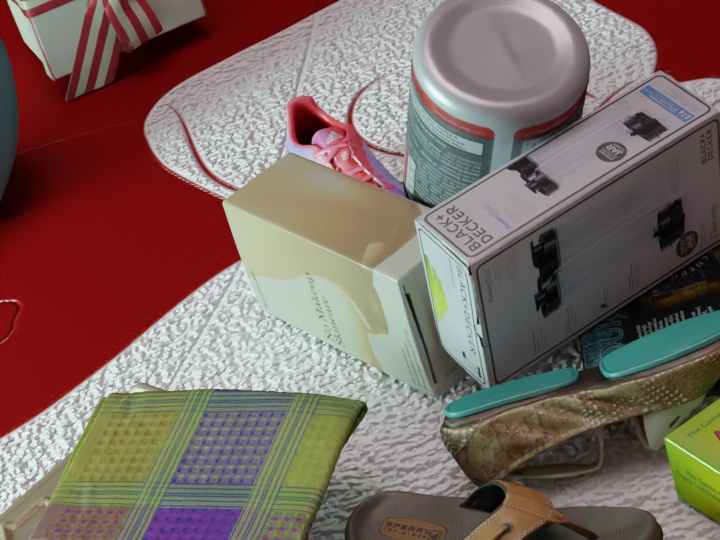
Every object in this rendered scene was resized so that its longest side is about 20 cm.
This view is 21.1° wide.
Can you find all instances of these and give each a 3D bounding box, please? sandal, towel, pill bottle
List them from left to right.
[{"bbox_3d":[-0.103,0.127,1.184,0.198,0.023,0.144,-3,39,25],"label":"towel"},{"bbox_3d":[0.086,-0.082,1.295,0.115,0.201,0.117,1,54,-2],"label":"pill bottle"},{"bbox_3d":[0.075,0.148,1.115,0.198,0.055,0.082,6,40,33],"label":"sandal"}]

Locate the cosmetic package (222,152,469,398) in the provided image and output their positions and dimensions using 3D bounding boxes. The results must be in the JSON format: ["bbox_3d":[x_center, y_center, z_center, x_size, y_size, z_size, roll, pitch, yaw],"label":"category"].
[{"bbox_3d":[0.000,0.000,1.328,0.071,0.106,0.199,-36,35,-25],"label":"cosmetic package"}]

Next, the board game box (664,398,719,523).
[{"bbox_3d":[0.271,0.123,1.058,0.101,0.048,0.200,-32,35,-19],"label":"board game box"}]

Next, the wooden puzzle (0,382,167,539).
[{"bbox_3d":[-0.143,0.169,1.210,0.184,0.047,0.200,15,50,41],"label":"wooden puzzle"}]

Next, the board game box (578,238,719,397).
[{"bbox_3d":[0.206,0.013,1.271,0.134,0.028,0.201,-13,34,10],"label":"board game box"}]

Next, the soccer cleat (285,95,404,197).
[{"bbox_3d":[-0.005,-0.067,1.452,0.066,0.077,0.200,-27,33,-13],"label":"soccer cleat"}]

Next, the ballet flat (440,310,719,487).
[{"bbox_3d":[0.148,0.083,1.164,0.198,0.066,0.071,-19,10,11],"label":"ballet flat"}]

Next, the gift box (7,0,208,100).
[{"bbox_3d":[-0.267,-0.283,1.819,0.199,0.186,0.187,-30,25,-10],"label":"gift box"}]

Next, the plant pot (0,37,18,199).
[{"bbox_3d":[-0.367,-0.099,1.610,0.199,0.200,0.136,-24,67,-7],"label":"plant pot"}]

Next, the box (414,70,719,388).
[{"bbox_3d":[0.136,-0.026,1.223,0.199,0.117,0.060,-32,46,-17],"label":"box"}]
